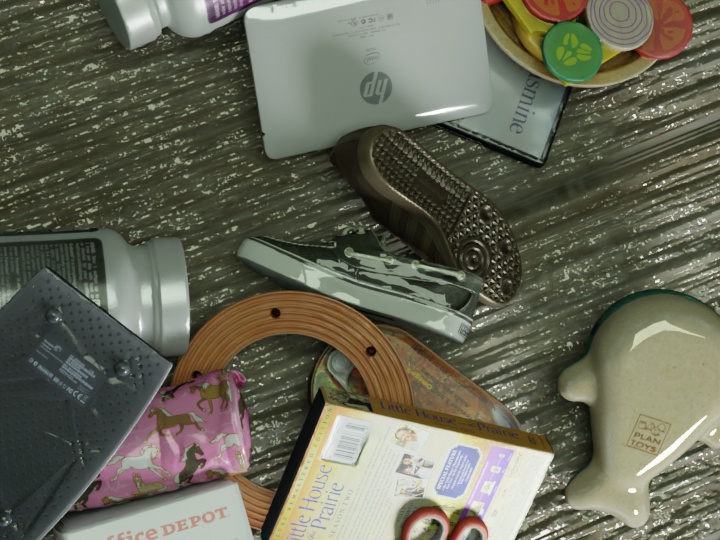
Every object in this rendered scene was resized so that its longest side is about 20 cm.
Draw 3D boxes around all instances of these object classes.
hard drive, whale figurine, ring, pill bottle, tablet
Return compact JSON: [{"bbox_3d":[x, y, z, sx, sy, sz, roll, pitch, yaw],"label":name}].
[{"bbox_3d":[-0.248,0.107,1.639,0.135,0.042,0.200,38,98,-8],"label":"hard drive"},{"bbox_3d":[0.234,0.110,1.818,0.159,0.104,0.201,17,105,-10],"label":"whale figurine"},{"bbox_3d":[-0.055,0.114,1.755,0.200,0.019,0.201,1,99,4],"label":"ring"},{"bbox_3d":[-0.117,-0.257,1.769,0.200,0.112,0.113,-27,89,-13],"label":"pill bottle"},{"bbox_3d":[0.008,-0.171,1.791,0.199,0.014,0.131,-13,112,-11],"label":"tablet"},{"bbox_3d":[-0.238,0.026,1.711,0.199,0.116,0.116,-3,84,-11],"label":"pill bottle"}]

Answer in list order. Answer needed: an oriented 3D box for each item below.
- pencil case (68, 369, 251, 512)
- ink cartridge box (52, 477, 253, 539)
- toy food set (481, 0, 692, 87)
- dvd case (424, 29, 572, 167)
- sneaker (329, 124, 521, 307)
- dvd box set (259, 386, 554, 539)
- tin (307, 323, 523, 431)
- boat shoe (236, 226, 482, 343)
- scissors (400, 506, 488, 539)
[{"bbox_3d":[-0.182,0.135,1.710,0.199,0.083,0.087,-11,108,0],"label":"pencil case"},{"bbox_3d":[-0.144,0.274,1.710,0.144,0.085,0.201,-16,92,-12],"label":"ink cartridge box"},{"bbox_3d":[0.188,-0.247,1.845,0.200,0.049,0.198,-34,84,-22],"label":"toy food set"},{"bbox_3d":[0.088,-0.188,1.849,0.199,0.018,0.143,22,79,-8],"label":"dvd case"},{"bbox_3d":[0.055,-0.048,1.808,0.200,0.075,0.071,48,65,-25],"label":"sneaker"},{"bbox_3d":[0.036,0.177,1.732,0.199,0.029,0.147,13,115,-19],"label":"dvd box set"},{"bbox_3d":[0.046,0.128,1.796,0.200,0.042,0.112,38,74,-5],"label":"tin"},{"bbox_3d":[0.000,0.000,1.775,0.199,0.071,0.064,18,82,3],"label":"boat shoe"},{"bbox_3d":[0.026,0.268,1.754,0.073,0.014,0.200,27,108,-27],"label":"scissors"}]
